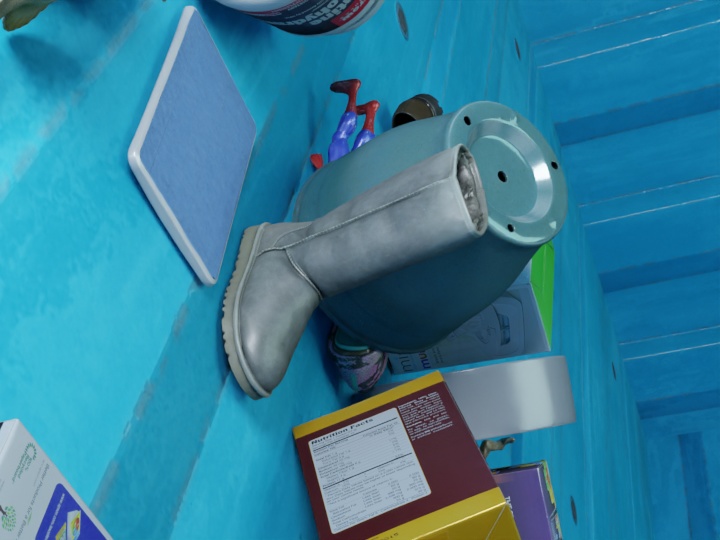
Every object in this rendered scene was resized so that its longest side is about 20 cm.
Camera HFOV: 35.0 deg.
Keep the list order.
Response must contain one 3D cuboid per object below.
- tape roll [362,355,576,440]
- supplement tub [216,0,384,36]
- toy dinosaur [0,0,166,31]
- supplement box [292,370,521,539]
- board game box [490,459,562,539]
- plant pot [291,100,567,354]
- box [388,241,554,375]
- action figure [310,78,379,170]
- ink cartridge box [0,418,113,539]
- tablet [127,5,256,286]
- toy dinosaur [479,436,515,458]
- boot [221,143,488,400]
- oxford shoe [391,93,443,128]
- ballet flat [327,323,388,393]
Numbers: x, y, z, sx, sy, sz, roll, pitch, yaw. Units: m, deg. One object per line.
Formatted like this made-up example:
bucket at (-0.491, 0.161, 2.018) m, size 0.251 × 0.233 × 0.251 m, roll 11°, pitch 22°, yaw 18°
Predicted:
tape roll at (0.105, 0.131, 1.104) m, size 0.200 × 0.200 × 0.066 m, roll 13°, pitch 66°, yaw -71°
supplement tub at (-0.057, -0.279, 0.981) m, size 0.200 × 0.140 × 0.140 m, roll -8°, pitch 86°, yaw -72°
toy dinosaur at (-0.167, -0.177, 0.654) m, size 0.058 × 0.101 × 0.200 m, roll 44°, pitch 37°, yaw 0°
supplement box at (0.052, 0.224, 0.893) m, size 0.200 × 0.133 × 0.197 m, roll -114°, pitch -177°, yaw -65°
board game box at (0.111, 0.292, 1.075) m, size 0.057 × 0.165 × 0.200 m, roll 4°, pitch 74°, yaw -72°
plant pot at (0.071, -0.050, 1.009) m, size 0.200 × 0.188 × 0.200 m, roll 16°, pitch 59°, yaw -30°
box at (0.117, 0.008, 1.262) m, size 0.200 × 0.176 × 0.097 m, roll -75°, pitch 148°, yaw -56°
action figure at (-0.019, -0.094, 1.127) m, size 0.065 × 0.052 × 0.200 m, roll 49°, pitch 38°, yaw -47°
ink cartridge box at (-0.148, 0.176, 0.566) m, size 0.099 × 0.039 × 0.200 m, roll -80°, pitch 151°, yaw -50°
tablet at (-0.123, -0.098, 0.866) m, size 0.200 × 0.014 × 0.130 m, roll -82°, pitch 153°, yaw -46°
toy dinosaur at (0.107, 0.229, 1.250) m, size 0.200 × 0.086 × 0.136 m, roll 48°, pitch 41°, yaw -48°
boot at (-0.001, -0.001, 0.866) m, size 0.073 × 0.200 × 0.182 m, roll 56°, pitch 27°, yaw -47°
oxford shoe at (0.077, -0.113, 1.422) m, size 0.084 × 0.073 × 0.200 m, roll -34°, pitch 108°, yaw -55°
ballet flat at (0.011, 0.043, 1.117) m, size 0.200 × 0.069 × 0.071 m, roll -72°, pitch 164°, yaw -51°
